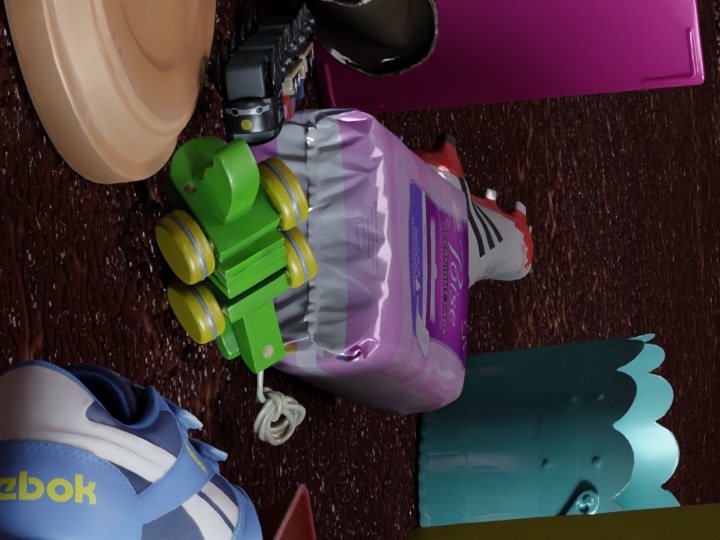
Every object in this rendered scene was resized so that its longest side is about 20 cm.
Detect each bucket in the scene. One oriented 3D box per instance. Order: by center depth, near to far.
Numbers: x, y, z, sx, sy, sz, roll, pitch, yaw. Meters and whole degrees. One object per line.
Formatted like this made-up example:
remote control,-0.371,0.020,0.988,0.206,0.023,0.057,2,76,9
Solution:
bucket,0.119,0.139,1.602,0.207,0.134,0.209,-3,90,-75

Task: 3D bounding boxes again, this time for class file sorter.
file sorter,0.075,-0.179,1.368,0.126,0.199,0.140,-75,158,-58

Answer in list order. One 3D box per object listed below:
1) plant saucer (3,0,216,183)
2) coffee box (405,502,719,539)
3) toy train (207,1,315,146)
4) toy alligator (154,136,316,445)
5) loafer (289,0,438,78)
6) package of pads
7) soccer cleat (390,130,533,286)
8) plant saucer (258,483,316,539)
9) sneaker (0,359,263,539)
plant saucer,-0.094,-0.135,1.025,0.200,0.032,0.202,-4,90,-76
coffee box,0.103,0.234,1.183,0.200,0.199,0.199,-43,123,-64
toy train,-0.040,-0.086,1.158,0.200,0.034,0.046,-75,161,-77
toy alligator,-0.056,0.001,1.118,0.054,0.059,0.200,48,-21,32
loafer,-0.012,-0.146,1.248,0.200,0.073,0.072,53,17,-54
package of pads,0.000,0.000,1.281,0.200,0.075,0.121,34,57,-73
soccer cleat,0.050,-0.014,1.517,0.200,0.068,0.086,44,54,-65
plant saucer,-0.048,0.224,1.129,0.200,0.036,0.201,-63,147,-65
sneaker,-0.084,0.076,0.942,0.200,0.073,0.083,22,64,-76
